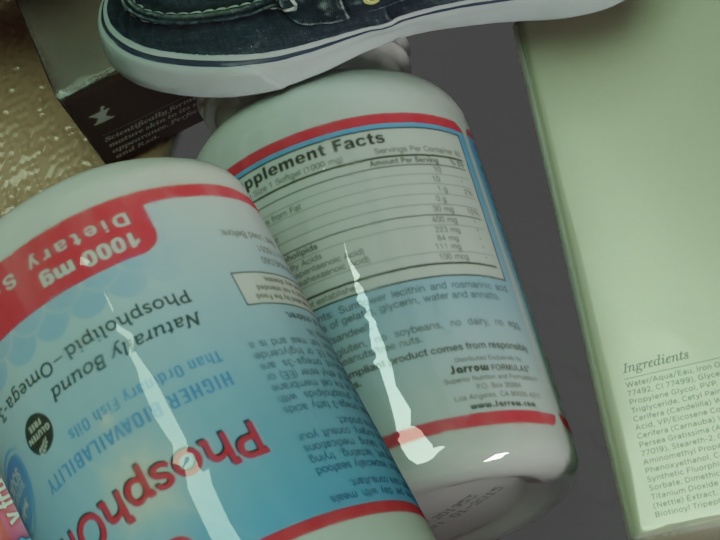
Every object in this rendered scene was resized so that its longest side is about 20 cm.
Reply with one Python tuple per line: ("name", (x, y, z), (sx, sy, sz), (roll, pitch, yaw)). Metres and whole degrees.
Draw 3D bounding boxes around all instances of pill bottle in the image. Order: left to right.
("pill bottle", (-0.043, 0.073, 0.681), (0.109, 0.109, 0.200), (-29, 68, -1))
("pill bottle", (0.000, 0.000, 0.809), (0.109, 0.109, 0.200), (-18, 67, 4))

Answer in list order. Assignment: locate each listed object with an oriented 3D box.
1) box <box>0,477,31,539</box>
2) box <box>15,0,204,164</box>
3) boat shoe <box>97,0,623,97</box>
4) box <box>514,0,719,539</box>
("box", (-0.090, 0.151, 0.773), (0.095, 0.103, 0.200), (-28, 68, 0))
("box", (-0.103, -0.155, 0.908), (0.100, 0.075, 0.200), (-25, 65, 0))
("boat shoe", (-0.002, -0.123, 0.759), (0.200, 0.091, 0.071), (-12, 55, 7))
("box", (0.115, 0.002, 0.800), (0.082, 0.068, 0.200), (-12, 67, 6))
